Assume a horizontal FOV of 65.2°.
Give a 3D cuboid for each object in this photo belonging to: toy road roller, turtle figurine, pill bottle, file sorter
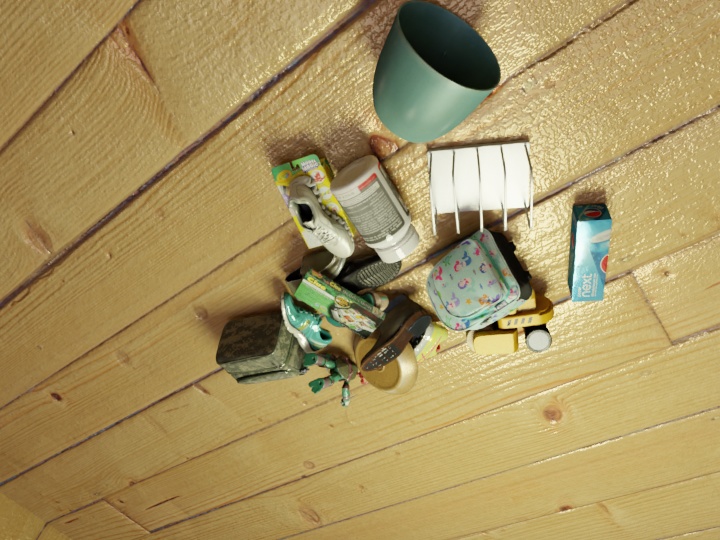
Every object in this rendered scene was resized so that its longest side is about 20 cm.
[{"bbox_3d":[0.328,0.095,1.257,0.196,0.123,0.149,-8,111,12],"label":"toy road roller"},{"bbox_3d":[-0.063,0.263,1.448,0.101,0.151,0.199,-44,150,15],"label":"turtle figurine"},{"bbox_3d":[0.034,-0.121,1.154,0.112,0.115,0.201,-22,118,24],"label":"pill bottle"},{"bbox_3d":[0.230,-0.154,1.089,0.196,0.125,0.141,-3,125,12],"label":"file sorter"}]

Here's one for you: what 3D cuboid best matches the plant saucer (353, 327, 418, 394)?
[{"bbox_3d":[0.051,0.222,1.385,0.198,0.035,0.204,19,121,34],"label":"plant saucer"}]

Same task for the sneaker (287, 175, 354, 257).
[{"bbox_3d":[-0.085,-0.094,1.157,0.074,0.082,0.201,-27,119,24],"label":"sneaker"}]

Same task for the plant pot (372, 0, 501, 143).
[{"bbox_3d":[0.111,-0.319,0.956,0.198,0.203,0.161,28,139,-11],"label":"plant pot"}]

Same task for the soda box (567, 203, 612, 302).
[{"bbox_3d":[0.473,-0.034,1.169,0.066,0.065,0.203,-2,126,12],"label":"soda box"}]

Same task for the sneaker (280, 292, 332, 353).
[{"bbox_3d":[-0.137,0.121,1.393,0.078,0.078,0.201,-22,129,14],"label":"sneaker"}]

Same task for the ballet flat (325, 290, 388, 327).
[{"bbox_3d":[-0.005,0.093,1.337,0.198,0.066,0.070,-18,82,49],"label":"ballet flat"}]

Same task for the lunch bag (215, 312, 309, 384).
[{"bbox_3d":[-0.242,0.213,1.437,0.196,0.141,0.169,-13,139,19],"label":"lunch bag"}]

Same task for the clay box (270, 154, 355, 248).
[{"bbox_3d":[-0.098,-0.151,1.197,0.113,0.048,0.202,-13,121,18],"label":"clay box"}]

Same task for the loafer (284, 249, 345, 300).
[{"bbox_3d":[-0.105,-0.003,1.288,0.069,0.076,0.199,36,124,-22],"label":"loafer"}]

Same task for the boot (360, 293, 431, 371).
[{"bbox_3d":[0.065,0.144,1.312,0.199,0.097,0.075,-39,140,3],"label":"boot"}]

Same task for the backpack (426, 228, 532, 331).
[{"bbox_3d":[0.235,0.032,1.187,0.149,0.180,0.199,-3,151,-48],"label":"backpack"}]

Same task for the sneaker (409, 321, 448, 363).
[{"bbox_3d":[0.151,0.197,1.388,0.089,0.079,0.201,8,140,-21],"label":"sneaker"}]

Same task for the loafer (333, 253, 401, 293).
[{"bbox_3d":[0.000,0.000,1.272,0.197,0.072,0.073,-23,132,20],"label":"loafer"}]

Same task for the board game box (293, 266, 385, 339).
[{"bbox_3d":[-0.049,0.076,1.264,0.198,0.024,0.105,32,143,-6],"label":"board game box"}]
